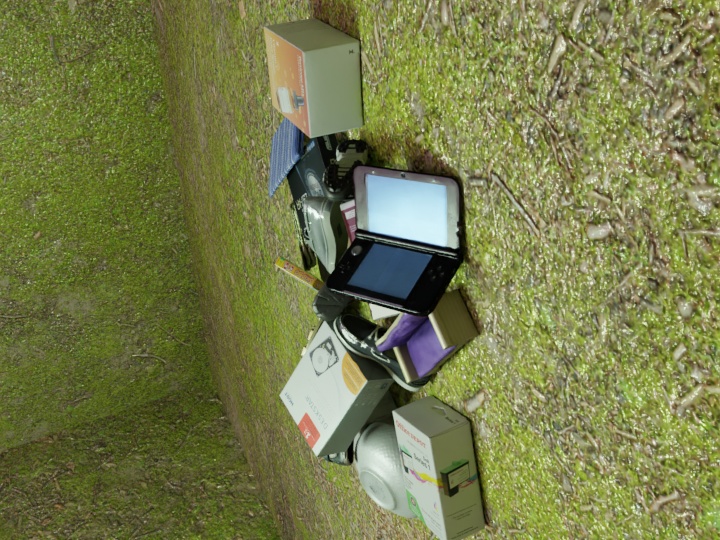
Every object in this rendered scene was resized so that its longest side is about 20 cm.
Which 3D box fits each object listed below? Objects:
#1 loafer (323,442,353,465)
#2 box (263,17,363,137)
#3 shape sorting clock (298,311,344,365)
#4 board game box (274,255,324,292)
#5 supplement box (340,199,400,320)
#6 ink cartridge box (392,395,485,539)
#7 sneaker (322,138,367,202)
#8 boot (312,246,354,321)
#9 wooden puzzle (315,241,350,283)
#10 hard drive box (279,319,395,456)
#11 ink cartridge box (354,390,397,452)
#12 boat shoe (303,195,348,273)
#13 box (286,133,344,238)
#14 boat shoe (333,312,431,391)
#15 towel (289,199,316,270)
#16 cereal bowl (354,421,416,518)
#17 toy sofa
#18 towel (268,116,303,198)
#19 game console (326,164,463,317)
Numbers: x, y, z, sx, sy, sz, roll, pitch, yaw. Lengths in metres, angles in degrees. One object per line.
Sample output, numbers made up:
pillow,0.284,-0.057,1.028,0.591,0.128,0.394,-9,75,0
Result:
loafer,-0.025,0.283,1.473,0.062,0.071,0.203,10,94,37
box,-0.085,-0.347,1.332,0.200,0.105,0.154,-134,34,-52
shape sorting clock,-0.083,0.143,1.603,0.039,0.201,0.201,23,144,7
board game box,-0.119,0.017,1.625,0.095,0.030,0.200,30,179,12
supplement box,0.047,-0.029,1.230,0.108,0.060,0.203,-15,90,42
ink cartridge box,0.134,0.340,1.293,0.144,0.083,0.203,-159,57,-65
sneaker,-0.020,-0.148,1.270,0.201,0.065,0.092,-75,-15,-59
boot,0.000,0.000,1.369,0.073,0.201,0.151,39,-168,4
wooden puzzle,-0.042,-0.050,1.546,0.199,0.037,0.188,15,118,62
hard drive box,-0.047,0.217,1.391,0.156,0.076,0.201,50,122,34
ink cartridge box,-0.005,0.263,1.598,0.147,0.085,0.201,104,146,-50
boat shoe,-0.067,-0.068,1.375,0.071,0.071,0.202,17,148,16
box,-0.082,-0.161,1.470,0.200,0.043,0.163,-23,82,65
boat shoe,0.043,0.131,1.322,0.199,0.076,0.061,33,140,4
towel,-0.126,-0.083,1.666,0.200,0.036,0.151,-126,24,-80
cereal bowl,0.059,0.400,1.449,0.199,0.083,0.202,33,142,30
toy sofa,0.100,0.113,1.197,0.084,0.096,0.200,66,158,17
towel,-0.149,-0.252,1.525,0.200,0.024,0.147,141,135,-61
game console,0.043,-0.047,1.110,0.198,0.173,0.119,13,147,37
